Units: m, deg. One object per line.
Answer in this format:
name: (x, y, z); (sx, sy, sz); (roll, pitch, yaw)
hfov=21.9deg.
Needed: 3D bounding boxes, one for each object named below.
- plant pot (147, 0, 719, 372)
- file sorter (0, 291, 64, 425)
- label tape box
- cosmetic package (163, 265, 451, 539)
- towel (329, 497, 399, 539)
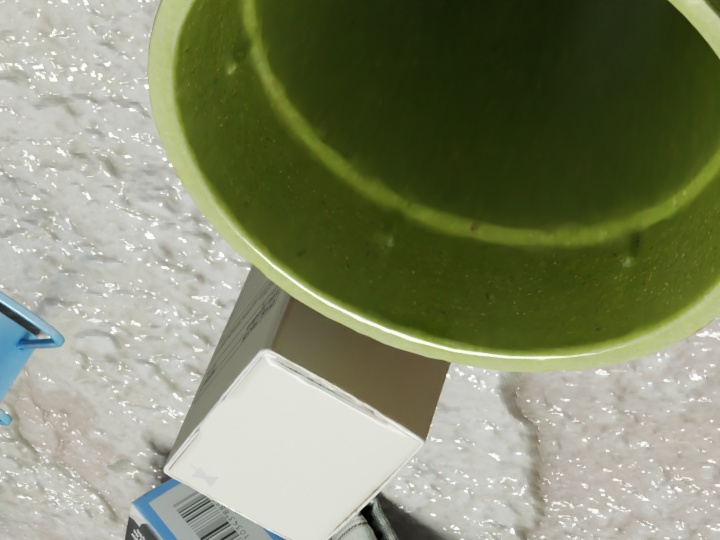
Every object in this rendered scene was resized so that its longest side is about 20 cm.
plant pot: (0.055, -0.102, 0.624); (0.199, 0.191, 0.201); (12, 138, 11)
file sorter: (-0.261, 0.080, 0.928); (0.139, 0.201, 0.123); (35, 166, -16)
label tape box: (-0.080, 0.226, 1.095); (0.144, 0.063, 0.200); (46, 145, 23)
cosmetic package: (0.000, 0.000, 0.752); (0.071, 0.201, 0.105); (30, 140, -10)
towel: (0.011, 0.254, 1.069); (0.201, 0.034, 0.193); (59, 145, 21)
